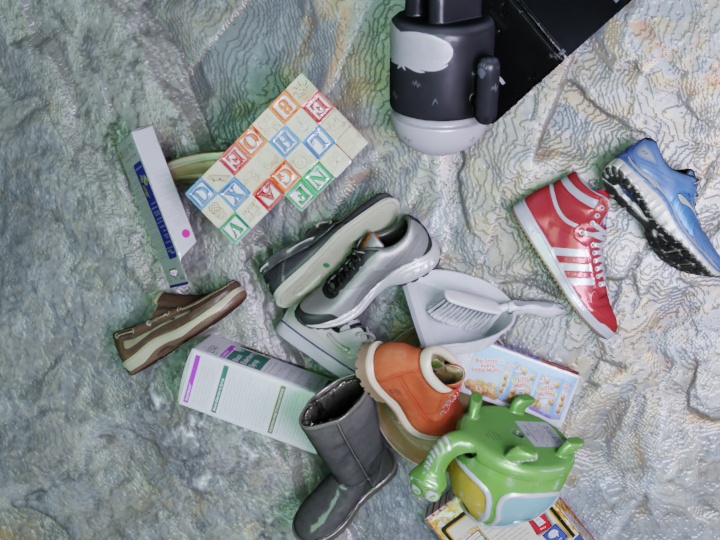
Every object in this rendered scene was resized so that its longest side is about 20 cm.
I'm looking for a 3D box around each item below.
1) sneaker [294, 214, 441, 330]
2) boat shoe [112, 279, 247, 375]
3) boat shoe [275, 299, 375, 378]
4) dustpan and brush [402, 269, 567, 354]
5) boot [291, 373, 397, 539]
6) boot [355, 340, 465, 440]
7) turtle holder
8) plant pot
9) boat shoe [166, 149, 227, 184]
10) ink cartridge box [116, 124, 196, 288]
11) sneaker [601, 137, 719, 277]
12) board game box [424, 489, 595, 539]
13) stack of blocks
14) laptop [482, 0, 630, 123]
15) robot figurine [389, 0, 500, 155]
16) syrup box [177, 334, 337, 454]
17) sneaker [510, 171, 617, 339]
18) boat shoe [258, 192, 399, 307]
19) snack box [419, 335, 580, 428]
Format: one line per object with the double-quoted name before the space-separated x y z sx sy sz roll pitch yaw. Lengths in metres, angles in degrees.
"sneaker" 0.000 0.000 1.198 0.199 0.074 0.080 -33 124 -1
"boat shoe" -0.245 0.059 1.266 0.201 0.075 0.075 -32 89 13
"boat shoe" -0.014 0.097 1.226 0.199 0.071 0.070 32 94 24
"dustpan and brush" 0.161 0.049 1.193 0.198 0.140 0.058 12 126 -21
"boot" -0.035 0.236 1.184 0.072 0.201 0.182 36 72 29
"boot" 0.089 0.146 1.144 0.106 0.200 0.076 -9 56 32
"turtle holder" 0.161 0.235 1.131 0.140 0.185 0.133 30 116 29
"plant pot" 0.113 0.160 1.247 0.198 0.027 0.203 1 98 9
"boat shoe" -0.153 -0.117 1.224 0.198 0.074 0.070 -4 92 9
"ink cartridge box" -0.255 -0.079 1.236 0.037 0.094 0.202 -20 95 -25
"sneaker" 0.376 -0.073 1.138 0.089 0.078 0.200 -45 108 -11
"board game box" 0.203 0.347 1.250 0.151 0.046 0.201 -39 91 12
"stack of blocks" -0.099 -0.123 1.163 0.200 0.059 0.115 -45 96 3
"laptop" 0.186 -0.317 1.172 0.178 0.103 0.200 49 128 0
"robot figurine" 0.095 -0.235 1.127 0.123 0.151 0.202 1 118 3
"syrup box" -0.128 0.159 1.259 0.198 0.079 0.082 20 102 6
"sneaker" 0.281 -0.023 1.170 0.112 0.071 0.201 -34 90 16
"boat shoe" -0.041 -0.039 1.221 0.199 0.072 0.068 -37 58 4
"snack box" 0.168 0.128 1.207 0.198 0.024 0.073 20 100 6
